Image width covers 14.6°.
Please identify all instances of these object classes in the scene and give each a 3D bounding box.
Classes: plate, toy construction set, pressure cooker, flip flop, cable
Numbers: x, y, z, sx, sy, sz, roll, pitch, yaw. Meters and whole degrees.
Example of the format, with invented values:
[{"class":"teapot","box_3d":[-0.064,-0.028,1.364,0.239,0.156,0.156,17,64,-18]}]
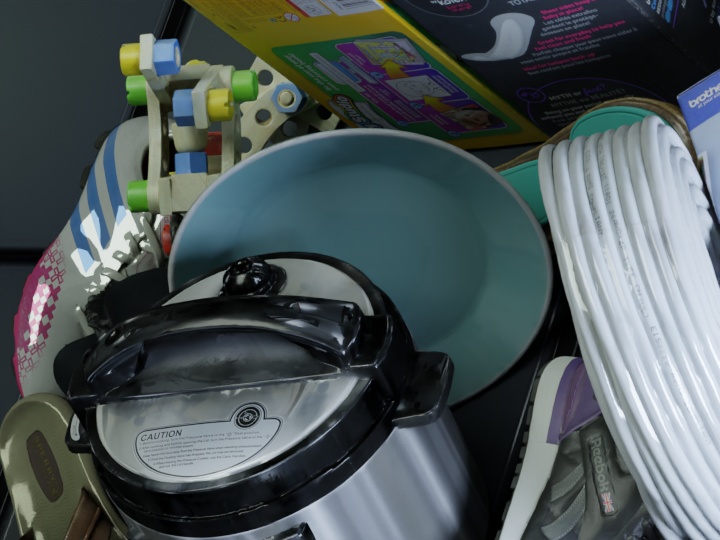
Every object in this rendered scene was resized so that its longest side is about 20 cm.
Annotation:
[{"class":"plate","box_3d":[0.000,0.000,1.464,0.200,0.200,0.026,-32,34,23]},{"class":"toy construction set","box_3d":[-0.078,-0.073,1.607,0.092,0.200,0.132,-3,96,23]},{"class":"pressure cooker","box_3d":[-0.043,0.089,1.411,0.176,0.200,0.179,-34,39,-10]},{"class":"flip flop","box_3d":[-0.166,0.152,1.601,0.081,0.058,0.200,-37,59,19]},{"class":"cable","box_3d":[0.143,0.028,1.278,0.069,0.200,0.200,-20,53,12]}]

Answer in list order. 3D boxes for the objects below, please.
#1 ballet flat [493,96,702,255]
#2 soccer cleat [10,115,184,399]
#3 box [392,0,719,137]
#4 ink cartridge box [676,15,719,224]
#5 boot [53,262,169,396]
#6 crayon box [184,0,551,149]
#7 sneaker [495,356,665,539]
[{"class":"ballet flat","box_3d":[0.128,-0.045,1.447,0.200,0.072,0.068,-27,72,54]},{"class":"soccer cleat","box_3d":[-0.146,-0.005,1.689,0.086,0.070,0.200,0,64,43]},{"class":"box","box_3d":[0.107,-0.162,1.464,0.122,0.200,0.106,-10,58,37]},{"class":"ink cartridge box","box_3d":[0.209,-0.015,1.337,0.042,0.119,0.200,-30,47,23]},{"class":"boot","box_3d":[-0.075,0.033,1.593,0.200,0.076,0.168,-40,35,-1]},{"class":"crayon box","box_3d":[0.010,-0.134,1.534,0.119,0.200,0.058,-3,63,40]},{"class":"sneaker","box_3d":[0.120,0.128,1.363,0.087,0.076,0.201,-6,60,33]}]
